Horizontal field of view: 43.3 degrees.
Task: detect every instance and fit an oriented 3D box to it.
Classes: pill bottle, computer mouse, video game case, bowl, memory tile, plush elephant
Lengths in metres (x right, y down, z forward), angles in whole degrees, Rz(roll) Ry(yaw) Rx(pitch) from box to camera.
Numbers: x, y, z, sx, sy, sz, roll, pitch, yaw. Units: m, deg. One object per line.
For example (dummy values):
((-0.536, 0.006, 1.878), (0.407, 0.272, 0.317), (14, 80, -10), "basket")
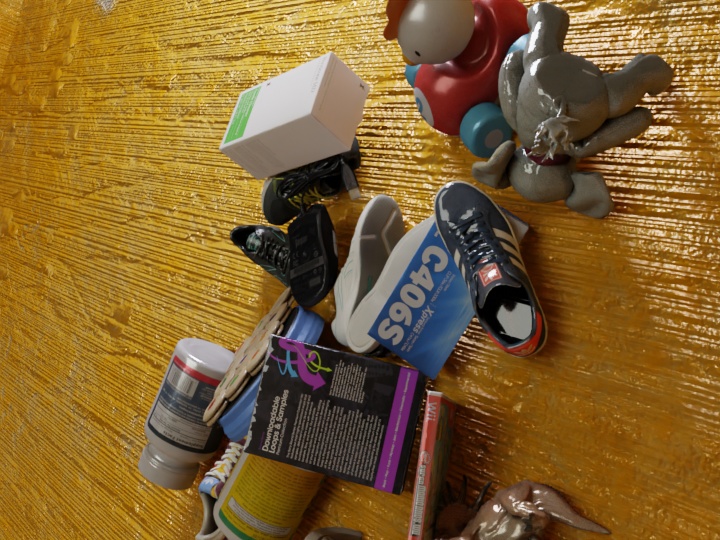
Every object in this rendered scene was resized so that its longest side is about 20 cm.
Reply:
((-0.100, 0.252, 1.164), (0.113, 0.112, 0.202), (43, 110, 48), "pill bottle")
((-0.042, -0.057, 1.216), (0.139, 0.046, 0.203), (-29, 61, 33), "computer mouse")
((0.073, 0.234, 0.954), (0.017, 0.143, 0.204), (6, 80, 13), "video game case")
((-0.124, 0.133, 1.210), (0.201, 0.039, 0.201), (-51, 10, 12), "bowl")
((-0.147, 0.111, 1.230), (0.154, 0.017, 0.201), (-48, 10, 24), "memory tile")
((-0.255, 0.216, 1.358), (0.119, 0.118, 0.203), (35, 104, 50), "pill bottle")
((0.203, -0.139, 0.930), (0.201, 0.163, 0.156), (-58, -12, -33), "plush elephant")

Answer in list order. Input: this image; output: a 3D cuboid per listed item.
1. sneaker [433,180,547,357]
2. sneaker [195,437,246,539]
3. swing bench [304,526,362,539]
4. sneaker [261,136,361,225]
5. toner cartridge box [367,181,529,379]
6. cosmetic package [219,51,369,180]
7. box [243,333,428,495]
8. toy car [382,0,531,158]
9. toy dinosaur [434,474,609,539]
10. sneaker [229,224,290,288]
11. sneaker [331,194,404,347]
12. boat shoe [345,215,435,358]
((0.133, -0.005, 0.939), (0.074, 0.084, 0.202), (-31, 81, 15), "sneaker")
((-0.175, 0.282, 1.261), (0.074, 0.089, 0.204), (-9, 70, 48), "sneaker")
((-0.041, 0.428, 1.017), (0.199, 0.128, 0.202), (36, 105, 50), "swing bench")
((-0.073, -0.128, 1.299), (0.200, 0.074, 0.085), (-48, 45, 28), "sneaker")
((0.098, 0.011, 1.020), (0.094, 0.043, 0.202), (32, 101, 7), "toner cartridge box")
((-0.092, -0.207, 1.244), (0.198, 0.084, 0.109), (-13, 51, 45), "cosmetic package")
((-0.029, 0.168, 1.078), (0.196, 0.036, 0.146), (13, 86, 9), "box")
((0.091, -0.261, 1.050), (0.178, 0.198, 0.185), (-55, 42, 21), "toy car")
((0.142, 0.250, 0.907), (0.198, 0.087, 0.136), (-26, 11, 19), "toy dinosaur")
((-0.120, -0.018, 1.314), (0.199, 0.079, 0.077), (26, 95, 49), "sneaker")
((0.000, 0.000, 1.170), (0.080, 0.070, 0.204), (3, 78, 59), "sneaker")
((0.062, 0.023, 1.092), (0.074, 0.060, 0.201), (42, 102, 40), "boat shoe")
